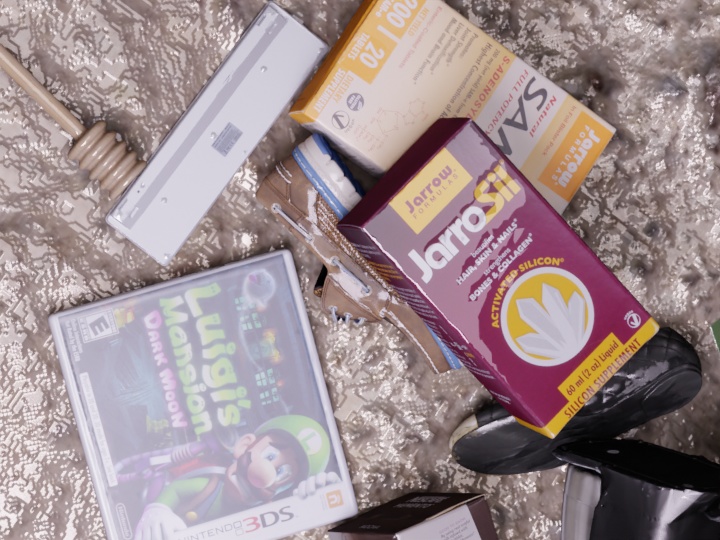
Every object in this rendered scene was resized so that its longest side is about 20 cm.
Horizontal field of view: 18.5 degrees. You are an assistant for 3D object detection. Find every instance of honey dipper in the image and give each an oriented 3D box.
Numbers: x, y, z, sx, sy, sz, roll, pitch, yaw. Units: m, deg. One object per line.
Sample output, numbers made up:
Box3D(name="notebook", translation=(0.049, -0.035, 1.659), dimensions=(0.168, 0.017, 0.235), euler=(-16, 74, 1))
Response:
Box3D(name="honey dipper", translation=(-0.234, -0.130, 1.557), dimensions=(0.200, 0.038, 0.038), euler=(43, 83, -6))

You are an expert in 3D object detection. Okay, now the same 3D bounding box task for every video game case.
Box3D(name="video game case", translation=(-0.112, 0.104, 1.588), dimensions=(0.180, 0.023, 0.202), euler=(-16, 94, -10))

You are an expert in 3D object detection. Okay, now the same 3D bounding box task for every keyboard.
Box3D(name="keyboard", translation=(-0.102, -0.099, 1.595), dimensions=(0.056, 0.011, 0.201), euler=(38, 84, -14))

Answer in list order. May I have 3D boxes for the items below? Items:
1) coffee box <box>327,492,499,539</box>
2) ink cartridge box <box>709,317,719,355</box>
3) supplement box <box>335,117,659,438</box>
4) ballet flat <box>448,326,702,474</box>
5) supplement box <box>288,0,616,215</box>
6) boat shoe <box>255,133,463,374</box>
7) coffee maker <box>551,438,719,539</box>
Box3D(name="coffee box", translation=(0.061, 0.264, 1.571), dimensions=(0.079, 0.113, 0.202), euler=(-20, 95, -26))
Box3D(name="ink cartridge box", translation=(0.319, 0.117, 1.612), dimensions=(0.048, 0.145, 0.202), euler=(-13, 95, 25))
Box3D(name="supplement box", translation=(0.093, 0.003, 1.521), dimensions=(0.110, 0.086, 0.200), euler=(-45, 101, -7))
Box3D(name="ballet flat", translation=(0.157, 0.100, 1.634), dimensions=(0.199, 0.057, 0.067), euler=(-19, 130, -7))
Box3D(name="supplement box", translation=(0.066, -0.107, 1.593), dimensions=(0.199, 0.074, 0.127), euler=(34, 86, -10))
Box3D(name="boat shoe", translation=(0.000, 0.000, 1.590), dimensions=(0.072, 0.072, 0.201), euler=(-35, 99, 8))
Box3D(name="coffee maker", translation=(0.205, 0.236, 1.555), dimensions=(0.134, 0.192, 0.202), euler=(4, 99, -21))
